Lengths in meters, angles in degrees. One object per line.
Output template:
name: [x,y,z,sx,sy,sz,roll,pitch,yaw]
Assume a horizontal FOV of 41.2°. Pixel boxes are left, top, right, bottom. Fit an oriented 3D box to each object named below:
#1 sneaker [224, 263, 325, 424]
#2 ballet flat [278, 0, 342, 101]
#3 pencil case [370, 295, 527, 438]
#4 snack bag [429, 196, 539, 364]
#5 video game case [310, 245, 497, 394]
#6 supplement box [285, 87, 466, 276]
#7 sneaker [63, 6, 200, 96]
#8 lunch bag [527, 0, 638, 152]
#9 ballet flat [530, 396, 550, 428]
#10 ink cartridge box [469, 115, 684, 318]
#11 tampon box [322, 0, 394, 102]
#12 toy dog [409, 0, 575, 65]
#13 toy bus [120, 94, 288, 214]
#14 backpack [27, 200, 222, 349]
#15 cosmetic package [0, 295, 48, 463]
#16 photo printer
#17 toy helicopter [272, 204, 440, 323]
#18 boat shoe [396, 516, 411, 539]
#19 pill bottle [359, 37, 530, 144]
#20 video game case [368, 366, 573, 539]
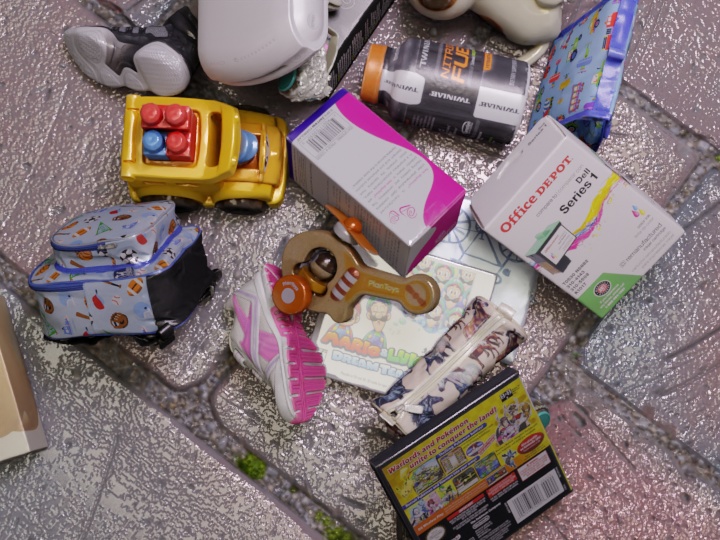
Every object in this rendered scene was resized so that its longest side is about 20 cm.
sneaker: [-0.107,0.096,1.156,0.088,0.081,0.200,-28,62,22]
ballet flat: [-0.055,-0.287,1.093,0.072,0.072,0.200,6,88,-1]
pencil case: [0.104,0.116,1.121,0.200,0.089,0.078,-44,87,-2]
snack bag: [0.132,0.006,1.206,0.188,0.021,0.200,13,87,1]
video game case: [0.049,0.064,1.180,0.200,0.024,0.182,16,88,3]
supplement box: [0.017,-0.105,1.150,0.200,0.103,0.101,42,72,15]
sneaker: [-0.270,-0.283,1.204,0.200,0.076,0.114,19,49,26]
lunch bag: [0.276,-0.233,1.143,0.094,0.200,0.151,16,84,1]
ballet flat: [0.143,0.225,1.165,0.200,0.072,0.072,-44,86,-8]
ink cartridge box: [0.252,-0.062,1.129,0.200,0.084,0.145,34,108,-20]
tampon box: [-0.051,-0.343,1.186,0.150,0.126,0.200,33,85,3]
toy dog: [0.154,-0.358,1.190,0.200,0.140,0.194,4,121,-14]
toy bus: [-0.187,-0.149,1.131,0.200,0.192,0.136,3,82,-2]
backpack: [-0.284,0.007,1.112,0.190,0.200,0.154,-14,104,12]
cosmetic package: [-0.461,0.137,1.154,0.105,0.071,0.200,-20,85,-3]
photo printer: [-0.109,-0.305,1.047,0.166,0.069,0.200,-7,80,42]
toy helicopter: [0.000,0.000,1.110,0.200,0.079,0.132,14,97,22]
boat shoe: [0.086,0.367,1.147,0.067,0.057,0.200,-9,84,-2]
pill bottle: [0.101,-0.226,1.187,0.200,0.106,0.106,12,84,0]
video game case: [0.132,0.238,1.107,0.200,0.025,0.181,-31,111,-12]
